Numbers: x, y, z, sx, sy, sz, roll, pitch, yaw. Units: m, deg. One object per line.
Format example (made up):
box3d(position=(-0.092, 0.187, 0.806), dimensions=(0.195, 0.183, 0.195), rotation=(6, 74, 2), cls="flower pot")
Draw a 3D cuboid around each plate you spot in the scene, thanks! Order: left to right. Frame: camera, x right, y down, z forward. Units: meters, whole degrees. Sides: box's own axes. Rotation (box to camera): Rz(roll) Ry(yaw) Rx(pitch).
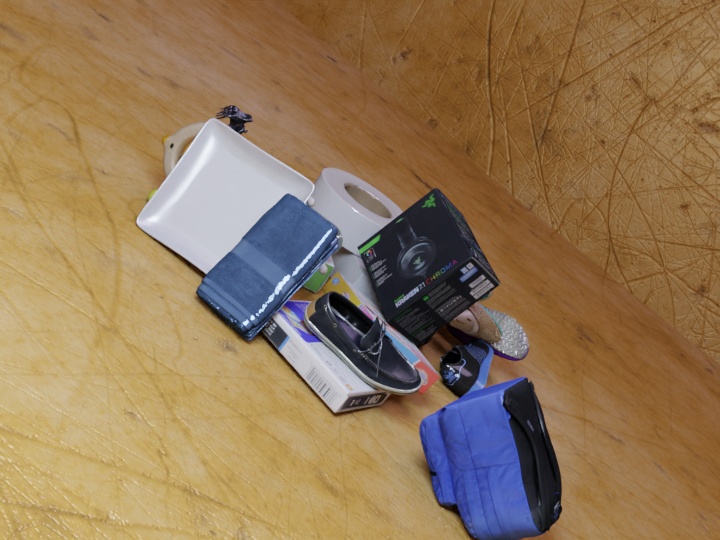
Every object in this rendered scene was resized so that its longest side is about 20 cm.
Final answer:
box3d(position=(-0.198, -0.094, 1.551), dimensions=(0.200, 0.200, 0.032), rotation=(34, -6, 12), cls="plate")

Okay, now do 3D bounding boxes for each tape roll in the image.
box3d(position=(-0.004, -0.099, 1.895), dimensions=(0.202, 0.071, 0.203), rotation=(30, 19, -12), cls="tape roll")

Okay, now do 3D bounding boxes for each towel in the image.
box3d(position=(-0.129, -0.008, 1.478), dimensions=(0.112, 0.200, 0.049), rotation=(39, -12, 14), cls="towel")

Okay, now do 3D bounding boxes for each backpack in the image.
box3d(position=(0.182, 0.264, 1.425), dimensions=(0.162, 0.167, 0.201), rotation=(-11, 82, -62), cls="backpack")

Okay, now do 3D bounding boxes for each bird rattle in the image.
box3d(position=(-0.236, -0.147, 1.616), dimensions=(0.113, 0.199, 0.164), rotation=(-23, 102, -64), cls="bird rattle")

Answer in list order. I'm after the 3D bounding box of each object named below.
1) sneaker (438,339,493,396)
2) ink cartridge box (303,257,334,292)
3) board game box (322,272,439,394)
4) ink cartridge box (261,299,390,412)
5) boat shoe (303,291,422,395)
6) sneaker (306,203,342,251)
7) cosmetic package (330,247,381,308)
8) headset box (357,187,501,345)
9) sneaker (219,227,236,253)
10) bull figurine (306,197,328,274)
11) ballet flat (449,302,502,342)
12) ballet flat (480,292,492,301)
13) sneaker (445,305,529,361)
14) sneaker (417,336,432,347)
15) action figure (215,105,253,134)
box3d(position=(0.181, 0.156, 1.837), dimensions=(0.078, 0.070, 0.200), rotation=(40, 18, -5), cls="sneaker")
box3d(position=(-0.145, -0.051, 1.758), dimensions=(0.200, 0.059, 0.104), rotation=(29, 20, -22), cls="ink cartridge box")
box3d(position=(0.029, 0.096, 1.650), dimensions=(0.153, 0.040, 0.200), rotation=(41, 5, -27), cls="board game box")
box3d(position=(-0.044, 0.120, 1.544), dimensions=(0.198, 0.043, 0.200), rotation=(45, 18, 22), cls="ink cartridge box")
box3d(position=(0.010, 0.103, 1.488), dimensions=(0.200, 0.062, 0.075), rotation=(40, 39, -2), cls="boat shoe")
box3d(position=(-0.119, -0.093, 1.726), dimensions=(0.200, 0.071, 0.080), rotation=(37, 3, -7), cls="sneaker")
box3d(position=(0.000, 0.000, 1.885), dimensions=(0.101, 0.071, 0.200), rotation=(27, 21, -28), cls="cosmetic package")
box3d(position=(0.106, -0.013, 1.716), dimensions=(0.093, 0.174, 0.200), rotation=(41, 19, -40), cls="headset box")
box3d(position=(-0.150, -0.003, 1.636), dimensions=(0.200, 0.078, 0.089), rotation=(16, 46, -54), cls="sneaker")
box3d(position=(-0.099, -0.051, 1.598), dimensions=(0.121, 0.065, 0.201), rotation=(45, 36, -69), cls="bull figurine")
box3d(position=(0.169, 0.064, 1.892), dimensions=(0.200, 0.071, 0.065), rotation=(47, 52, 10), cls="ballet flat")
box3d(position=(0.150, 0.032, 1.969), dimensions=(0.199, 0.070, 0.069), rotation=(1, 15, 10), cls="ballet flat")
box3d(position=(0.236, 0.121, 1.977), dimensions=(0.200, 0.070, 0.100), rotation=(31, -24, 32), cls="sneaker")
box3d(position=(0.101, 0.092, 1.830), dimensions=(0.079, 0.079, 0.200), rotation=(27, 18, -9), cls="sneaker")
box3d(position=(-0.229, -0.195, 1.870), dimensions=(0.102, 0.200, 0.119), rotation=(0, 49, 4), cls="action figure")
